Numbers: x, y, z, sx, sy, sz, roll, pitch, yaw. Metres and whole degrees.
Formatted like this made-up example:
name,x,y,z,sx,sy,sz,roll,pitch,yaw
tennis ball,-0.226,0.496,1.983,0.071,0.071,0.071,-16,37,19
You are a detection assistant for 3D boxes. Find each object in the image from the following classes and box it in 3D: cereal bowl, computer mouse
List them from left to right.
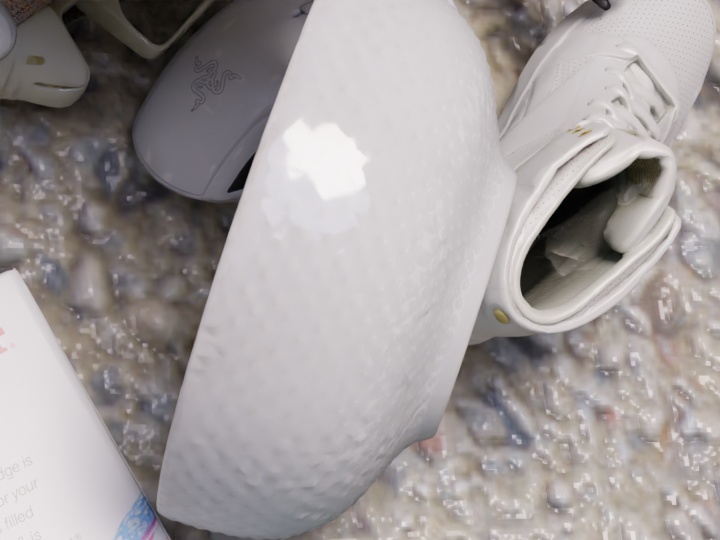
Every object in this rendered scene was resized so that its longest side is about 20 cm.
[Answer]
name,x,y,z,sx,sy,sz,roll,pitch,yaw
cereal bowl,0.000,0.000,0.872,0.083,0.200,0.201,18,66,2
computer mouse,0.000,-0.096,0.993,0.200,0.044,0.110,-36,60,-20

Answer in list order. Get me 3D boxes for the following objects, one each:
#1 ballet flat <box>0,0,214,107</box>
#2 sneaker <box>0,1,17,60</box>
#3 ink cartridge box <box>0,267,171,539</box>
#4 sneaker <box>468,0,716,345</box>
name,x,y,z,sx,sy,sz,roll,pitch,yaw
ballet flat,-0.106,-0.103,0.972,0.200,0.068,0.067,-32,90,-24
sneaker,-0.147,-0.159,0.906,0.099,0.078,0.201,8,81,-21
ink cartridge box,-0.138,0.121,0.868,0.144,0.085,0.200,-27,82,-25
sneaker,0.097,-0.043,0.982,0.074,0.115,0.200,48,65,-19
